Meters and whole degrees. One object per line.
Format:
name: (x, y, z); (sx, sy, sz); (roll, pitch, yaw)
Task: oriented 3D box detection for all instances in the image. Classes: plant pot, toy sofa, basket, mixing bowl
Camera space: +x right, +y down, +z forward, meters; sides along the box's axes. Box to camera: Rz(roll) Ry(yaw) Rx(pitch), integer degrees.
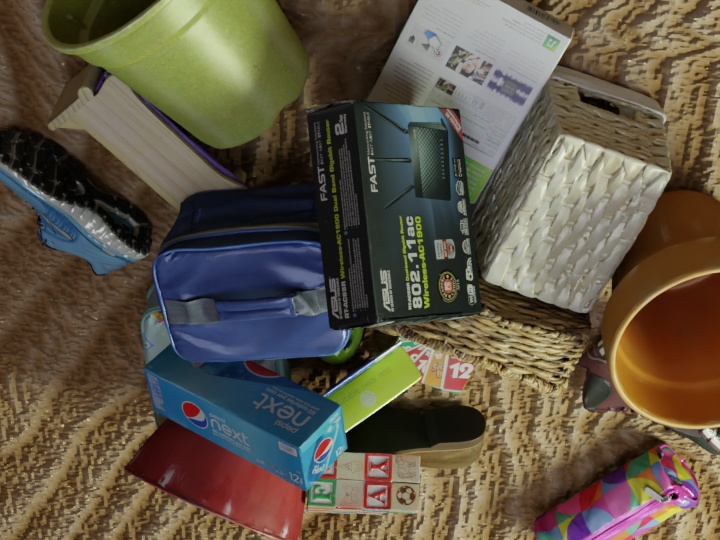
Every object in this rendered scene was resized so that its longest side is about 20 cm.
plant pot: (0.329, 0.022, 1.404); (0.200, 0.183, 0.200); (-2, 127, -2)
toy sofa: (-0.196, -0.126, 1.383); (0.098, 0.083, 0.200); (-35, 117, 27)
basket: (0.117, 0.067, 1.442); (0.200, 0.143, 0.149); (21, 121, -11)
basket: (0.202, -0.075, 1.381); (0.135, 0.123, 0.200); (18, 124, -11)
plant pot: (-0.148, -0.215, 1.272); (0.200, 0.201, 0.184); (-28, 132, 20)
mixing bowl: (-0.134, 0.196, 1.474); (0.200, 0.200, 0.109); (25, 83, -15)

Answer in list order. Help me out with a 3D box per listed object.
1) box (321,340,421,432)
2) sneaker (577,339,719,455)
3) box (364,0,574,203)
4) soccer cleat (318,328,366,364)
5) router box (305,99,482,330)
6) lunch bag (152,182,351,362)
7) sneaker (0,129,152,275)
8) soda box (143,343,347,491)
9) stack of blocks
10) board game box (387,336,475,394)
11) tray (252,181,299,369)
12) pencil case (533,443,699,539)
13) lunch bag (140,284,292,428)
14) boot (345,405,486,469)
box: (-0.009, 0.135, 1.480); (0.122, 0.200, 0.048); (-35, 86, -14)
sneaker: (0.316, 0.144, 1.573); (0.115, 0.076, 0.200); (-34, 107, 29)
box: (0.093, -0.178, 1.349); (0.144, 0.036, 0.200); (29, 121, -1)
soccer cleat: (0.000, 0.000, 1.453); (0.067, 0.081, 0.200); (21, 86, 5)
router box: (0.032, -0.051, 1.280); (0.062, 0.150, 0.200); (-10, 86, 43)
lunch bag: (-0.088, 0.009, 1.332); (0.200, 0.132, 0.136); (-5, 122, 12)
sneaker: (-0.312, -0.058, 1.441); (0.090, 0.078, 0.200); (-36, 117, 28)
soda box: (-0.113, 0.133, 1.378); (0.200, 0.068, 0.064); (24, 139, 29)
stack of blocks: (0.000, 0.234, 1.546); (0.115, 0.059, 0.200); (3, 169, -2)
board game box: (0.103, 0.044, 1.530); (0.095, 0.030, 0.200); (18, 121, -10)
tray: (-0.088, 0.018, 1.457); (0.107, 0.022, 0.200); (39, 85, -22)
pencil case: (0.299, 0.279, 1.654); (0.200, 0.088, 0.088); (-38, 116, 26)
lunch bag: (-0.151, 0.100, 1.546); (0.160, 0.077, 0.200); (-3, 126, 0)
boot: (0.041, 0.199, 1.619); (0.200, 0.074, 0.076); (1, 138, 0)
